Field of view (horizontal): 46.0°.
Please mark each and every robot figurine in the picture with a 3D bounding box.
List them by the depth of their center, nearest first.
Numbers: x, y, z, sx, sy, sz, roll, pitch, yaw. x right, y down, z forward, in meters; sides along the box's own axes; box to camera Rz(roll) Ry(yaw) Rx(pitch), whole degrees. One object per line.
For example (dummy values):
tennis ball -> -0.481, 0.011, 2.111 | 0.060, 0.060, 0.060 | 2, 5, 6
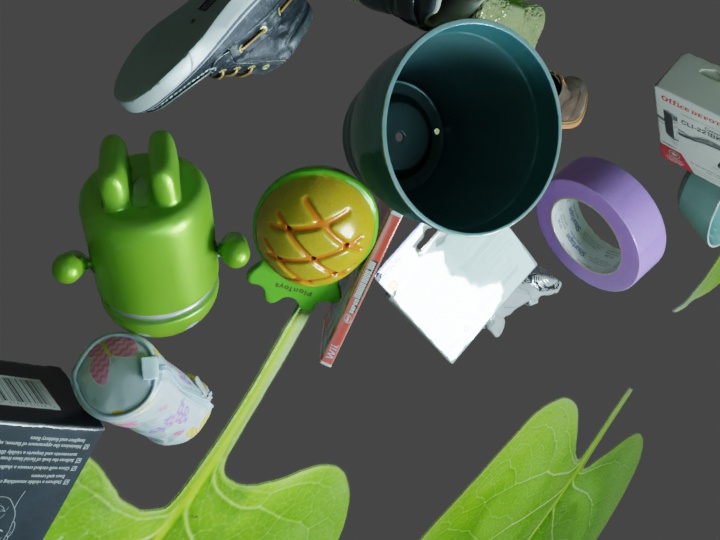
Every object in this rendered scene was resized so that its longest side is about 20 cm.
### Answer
robot figurine -> -0.190, -0.024, 0.778 | 0.172, 0.117, 0.202 | -7, 132, -11

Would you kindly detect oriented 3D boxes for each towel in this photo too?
towel -> 0.147, -0.237, 1.046 | 0.147, 0.036, 0.202 | -6, 125, -45

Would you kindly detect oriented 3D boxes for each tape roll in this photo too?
tape roll -> 0.361, -0.069, 1.288 | 0.065, 0.199, 0.202 | -37, 142, -21

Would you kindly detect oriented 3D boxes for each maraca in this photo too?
maraca -> -0.055, -0.031, 0.934 | 0.135, 0.108, 0.202 | 16, 130, -9

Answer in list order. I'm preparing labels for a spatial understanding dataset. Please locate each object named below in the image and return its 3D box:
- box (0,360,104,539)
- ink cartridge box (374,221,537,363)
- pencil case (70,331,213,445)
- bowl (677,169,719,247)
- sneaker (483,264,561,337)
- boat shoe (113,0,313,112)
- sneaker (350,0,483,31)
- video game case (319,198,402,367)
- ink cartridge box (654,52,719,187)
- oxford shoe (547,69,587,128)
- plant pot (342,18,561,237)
box -> -0.360, 0.191, 0.781 | 0.148, 0.107, 0.202 | 21, 103, -54
ink cartridge box -> 0.130, -0.005, 1.196 | 0.200, 0.041, 0.200 | -47, 119, -7
pencil case -> -0.213, 0.124, 0.855 | 0.200, 0.089, 0.085 | 72, 24, -71
bowl -> 0.704, -0.160, 1.678 | 0.199, 0.105, 0.203 | -29, 139, -28
sneaker -> 0.236, 0.040, 1.353 | 0.198, 0.075, 0.116 | 10, 113, -46
boat shoe -> -0.121, -0.194, 0.749 | 0.201, 0.071, 0.091 | -48, 140, -10
sneaker -> 0.075, -0.329, 0.795 | 0.076, 0.146, 0.205 | -1, 120, -45
video game case -> 0.000, 0.000, 1.018 | 0.017, 0.143, 0.202 | 23, 107, -7
ink cartridge box -> 0.584, -0.249, 1.432 | 0.084, 0.144, 0.200 | -45, 144, -8
oxford shoe -> 0.259, -0.230, 1.124 | 0.200, 0.071, 0.074 | -40, 149, -47
plant pot -> 0.073, -0.144, 0.883 | 0.197, 0.187, 0.204 | -3, 98, -23
